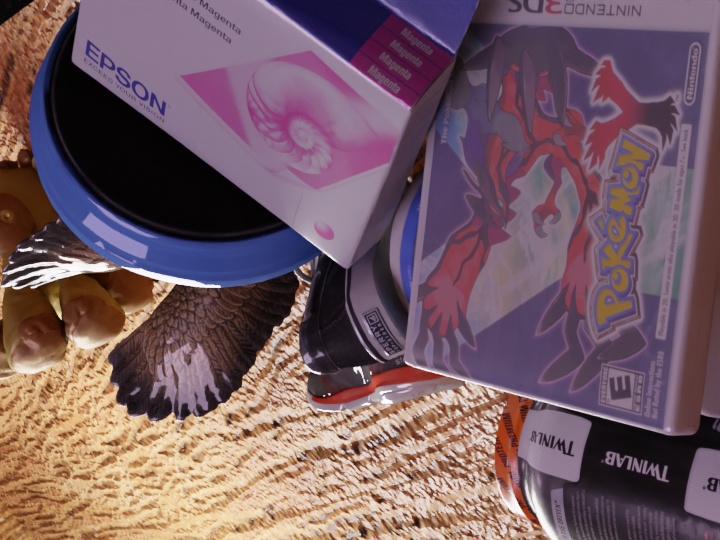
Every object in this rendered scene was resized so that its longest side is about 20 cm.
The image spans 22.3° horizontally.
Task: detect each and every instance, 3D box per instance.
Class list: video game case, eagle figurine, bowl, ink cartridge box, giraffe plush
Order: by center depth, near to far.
[{"bbox_3d":[0.093,-0.039,0.846,0.182,0.023,0.201,12,98,51],"label":"video game case"},{"bbox_3d":[-0.052,-0.119,0.907,0.196,0.043,0.200,37,147,11],"label":"ink cartridge box"},{"bbox_3d":[-0.085,-0.088,1.022,0.201,0.201,0.039,42,155,13],"label":"bowl"},{"bbox_3d":[-0.108,-0.015,1.176,0.151,0.200,0.151,34,156,14],"label":"eagle figurine"},{"bbox_3d":[-0.287,-0.018,1.610,0.200,0.172,0.163,-89,-24,-72],"label":"giraffe plush"}]

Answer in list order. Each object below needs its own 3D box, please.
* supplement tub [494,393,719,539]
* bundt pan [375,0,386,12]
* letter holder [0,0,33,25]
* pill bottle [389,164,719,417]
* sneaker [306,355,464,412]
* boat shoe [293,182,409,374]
[{"bbox_3d":[0.175,0.107,0.953,0.199,0.123,0.123,11,139,43],"label":"supplement tub"},{"bbox_3d":[-0.049,-0.184,0.938,0.201,0.076,0.202,27,142,24],"label":"bundt pan"},{"bbox_3d":[-0.255,-0.281,1.148,0.142,0.101,0.200,39,156,23],"label":"letter holder"},{"bbox_3d":[0.117,0.002,0.923,0.200,0.114,0.114,19,144,49],"label":"pill bottle"},{"bbox_3d":[0.014,0.051,1.276,0.200,0.077,0.082,-17,87,65],"label":"sneaker"},{"bbox_3d":[0.001,0.002,1.054,0.074,0.068,0.200,58,-161,-23],"label":"boat shoe"}]
